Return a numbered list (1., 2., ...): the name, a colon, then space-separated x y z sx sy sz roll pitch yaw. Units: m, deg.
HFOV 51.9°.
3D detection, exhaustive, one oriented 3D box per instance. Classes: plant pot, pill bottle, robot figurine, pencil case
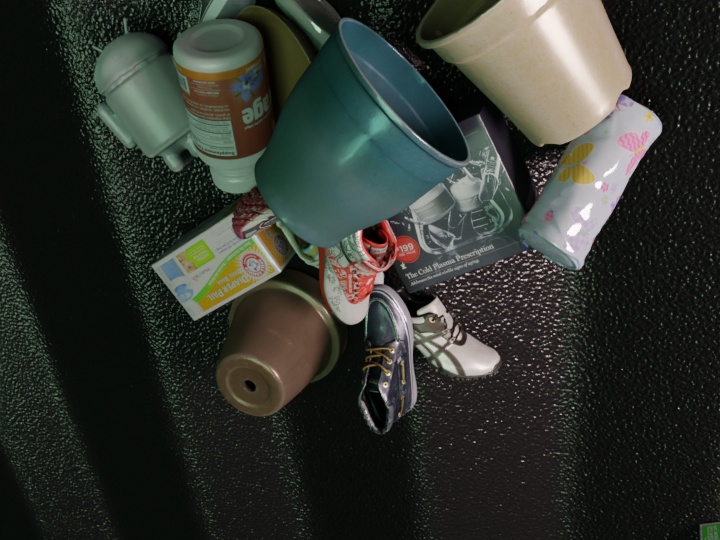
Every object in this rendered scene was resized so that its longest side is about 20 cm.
1. plant pot: -0.097 -0.240 0.947 0.199 0.027 0.202 41 149 30
2. plant pot: 0.191 -0.246 0.803 0.199 0.202 0.184 -29 119 32
3. pill bottle: -0.167 -0.205 0.951 0.110 0.113 0.202 11 136 14
4. robot figurine: -0.285 -0.238 1.017 0.168 0.113 0.202 -29 107 15
5. plant pot: -0.013 -0.133 0.816 0.200 0.201 0.188 45 115 -9
6. pencil case: 0.265 -0.101 0.854 0.090 0.202 0.083 31 180 -45
7. plant pot: -0.134 0.125 1.140 0.196 0.175 0.204 9 122 14

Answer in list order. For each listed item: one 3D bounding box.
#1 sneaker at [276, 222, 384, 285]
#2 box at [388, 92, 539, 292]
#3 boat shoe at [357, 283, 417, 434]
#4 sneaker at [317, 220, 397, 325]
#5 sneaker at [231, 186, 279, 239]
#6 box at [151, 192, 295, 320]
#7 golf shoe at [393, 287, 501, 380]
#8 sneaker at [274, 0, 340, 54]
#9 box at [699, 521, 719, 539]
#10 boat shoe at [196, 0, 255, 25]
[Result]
1. sneaker: -0.047 -0.027 1.073 0.200 0.081 0.076 46 123 -11
2. box: 0.114 -0.098 0.956 0.197 0.104 0.184 -21 109 29
3. boat shoe: 0.032 0.128 1.051 0.070 0.091 0.204 -2 109 31
4. sneaker: -0.001 0.000 0.962 0.107 0.067 0.205 23 133 44
5. sneaker: -0.079 -0.092 0.986 0.080 0.198 0.076 26 141 53
6. box: -0.198 -0.027 1.116 0.198 0.102 0.113 -28 107 32
7. golf shoe: 0.118 0.091 1.084 0.196 0.078 0.096 19 124 7
8. sneaker: -0.058 -0.262 0.942 0.200 0.074 0.118 45 127 -7
9. box: 0.629 0.473 1.107 0.174 0.097 0.202 -18 111 31
10. boat shoe: -0.172 -0.365 0.933 0.066 0.069 0.201 48 133 16
